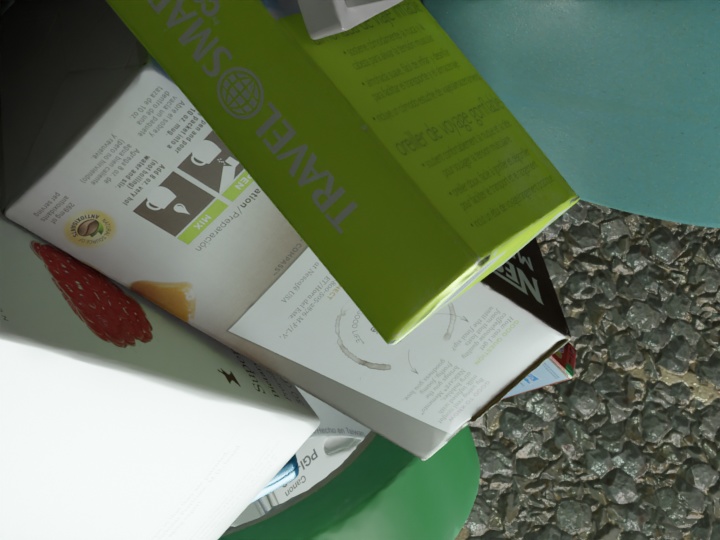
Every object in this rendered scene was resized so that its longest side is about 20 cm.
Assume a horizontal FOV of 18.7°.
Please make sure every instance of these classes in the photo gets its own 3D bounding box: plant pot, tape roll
[{"bbox_3d":[0.128,-0.107,0.857,0.142,0.198,0.142,80,15,-49],"label":"plant pot"},{"bbox_3d":[-0.049,0.092,0.929,0.199,0.048,0.201,-17,-156,8],"label":"tape roll"}]

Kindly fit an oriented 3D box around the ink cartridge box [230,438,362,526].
[{"bbox_3d":[-0.081,0.069,1.244,0.199,0.085,0.146,2,-147,45],"label":"ink cartridge box"}]

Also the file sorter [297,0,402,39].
[{"bbox_3d":[0.060,-0.175,0.682,0.124,0.140,0.200,-10,-165,32],"label":"file sorter"}]

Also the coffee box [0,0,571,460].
[{"bbox_3d":[-0.029,-0.031,0.782,0.080,0.199,0.115,-42,-146,23],"label":"coffee box"}]

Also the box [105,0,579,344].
[{"bbox_3d":[-0.020,-0.078,0.708,0.048,0.200,0.122,-41,176,24],"label":"box"}]

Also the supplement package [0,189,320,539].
[{"bbox_3d":[-0.132,0.039,0.748,0.120,0.121,0.200,-48,150,13],"label":"supplement package"}]

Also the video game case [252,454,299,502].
[{"bbox_3d":[-0.144,0.074,0.878,0.199,0.143,0.018,-28,145,-14],"label":"video game case"}]

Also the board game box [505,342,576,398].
[{"bbox_3d":[0.000,0.000,0.980,0.102,0.200,0.020,-20,-138,34],"label":"board game box"}]
